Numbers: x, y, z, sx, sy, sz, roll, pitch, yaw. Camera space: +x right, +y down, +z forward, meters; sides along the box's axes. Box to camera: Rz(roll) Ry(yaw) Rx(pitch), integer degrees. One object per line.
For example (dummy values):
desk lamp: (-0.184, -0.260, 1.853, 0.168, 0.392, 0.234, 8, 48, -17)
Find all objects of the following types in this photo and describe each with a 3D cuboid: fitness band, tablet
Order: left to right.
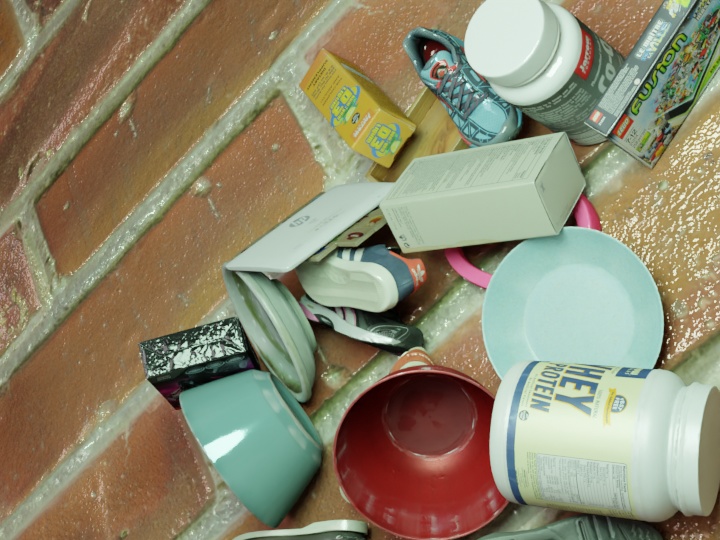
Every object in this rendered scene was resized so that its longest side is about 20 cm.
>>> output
tablet: (-0.058, -0.054, 1.457, 0.200, 0.014, 0.130, -38, 24, -33)
fitness band: (0.180, -0.041, 1.381, 0.200, 0.037, 0.144, 21, 90, 41)

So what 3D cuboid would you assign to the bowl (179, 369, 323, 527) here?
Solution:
bowl: (-0.119, 0.199, 1.471, 0.105, 0.201, 0.201, -36, 53, 0)

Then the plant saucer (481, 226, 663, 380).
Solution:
plant saucer: (0.228, 0.054, 1.289, 0.200, 0.039, 0.202, 0, 90, 29)

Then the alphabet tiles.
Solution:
alphabet tiles: (-0.039, -0.056, 1.470, 0.200, 0.008, 0.167, 2, 32, 48)

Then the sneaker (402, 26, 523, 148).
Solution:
sneaker: (0.109, -0.211, 1.408, 0.079, 0.095, 0.200, -49, 51, 17)

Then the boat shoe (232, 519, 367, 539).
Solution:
boat shoe: (-0.078, 0.341, 1.449, 0.201, 0.072, 0.061, -17, 64, 34)

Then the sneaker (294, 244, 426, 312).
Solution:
sneaker: (0.000, 0.000, 1.434, 0.200, 0.084, 0.075, 19, 127, 50)

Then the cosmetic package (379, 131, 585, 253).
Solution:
cosmetic package: (0.133, -0.084, 1.338, 0.200, 0.073, 0.104, -5, 34, 37)

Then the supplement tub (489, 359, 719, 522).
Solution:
supplement tub: (0.240, 0.165, 1.179, 0.199, 0.145, 0.145, 2, 77, 27)

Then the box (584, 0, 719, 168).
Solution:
box: (0.325, -0.214, 1.267, 0.035, 0.110, 0.200, 40, 103, 40)

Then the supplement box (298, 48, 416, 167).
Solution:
supplement box: (-0.007, -0.209, 1.545, 0.067, 0.069, 0.200, -55, 39, 14)

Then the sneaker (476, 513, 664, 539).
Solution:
sneaker: (0.208, 0.292, 1.232, 0.199, 0.114, 0.076, -11, 72, 7)

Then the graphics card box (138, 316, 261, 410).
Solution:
graphics card box: (-0.193, 0.119, 1.511, 0.125, 0.200, 0.051, -14, 71, -3)

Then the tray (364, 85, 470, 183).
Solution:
tray: (0.097, -0.170, 1.493, 0.099, 0.037, 0.200, 43, 106, 39)

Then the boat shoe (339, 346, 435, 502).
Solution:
boat shoe: (0.033, 0.182, 1.415, 0.063, 0.071, 0.200, -95, 28, -71)

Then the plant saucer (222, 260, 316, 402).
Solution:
plant saucer: (-0.103, 0.067, 1.513, 0.050, 0.200, 0.200, -30, 49, -17)

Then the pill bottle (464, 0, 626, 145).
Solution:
pill bottle: (0.207, -0.218, 1.305, 0.114, 0.200, 0.114, -13, 68, 36)

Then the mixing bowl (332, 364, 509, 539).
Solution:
mixing bowl: (0.075, 0.180, 1.320, 0.200, 0.200, 0.108, -48, 9, 18)

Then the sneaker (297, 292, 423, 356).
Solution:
sneaker: (0.000, 0.040, 1.478, 0.200, 0.080, 0.087, 21, 89, 41)
